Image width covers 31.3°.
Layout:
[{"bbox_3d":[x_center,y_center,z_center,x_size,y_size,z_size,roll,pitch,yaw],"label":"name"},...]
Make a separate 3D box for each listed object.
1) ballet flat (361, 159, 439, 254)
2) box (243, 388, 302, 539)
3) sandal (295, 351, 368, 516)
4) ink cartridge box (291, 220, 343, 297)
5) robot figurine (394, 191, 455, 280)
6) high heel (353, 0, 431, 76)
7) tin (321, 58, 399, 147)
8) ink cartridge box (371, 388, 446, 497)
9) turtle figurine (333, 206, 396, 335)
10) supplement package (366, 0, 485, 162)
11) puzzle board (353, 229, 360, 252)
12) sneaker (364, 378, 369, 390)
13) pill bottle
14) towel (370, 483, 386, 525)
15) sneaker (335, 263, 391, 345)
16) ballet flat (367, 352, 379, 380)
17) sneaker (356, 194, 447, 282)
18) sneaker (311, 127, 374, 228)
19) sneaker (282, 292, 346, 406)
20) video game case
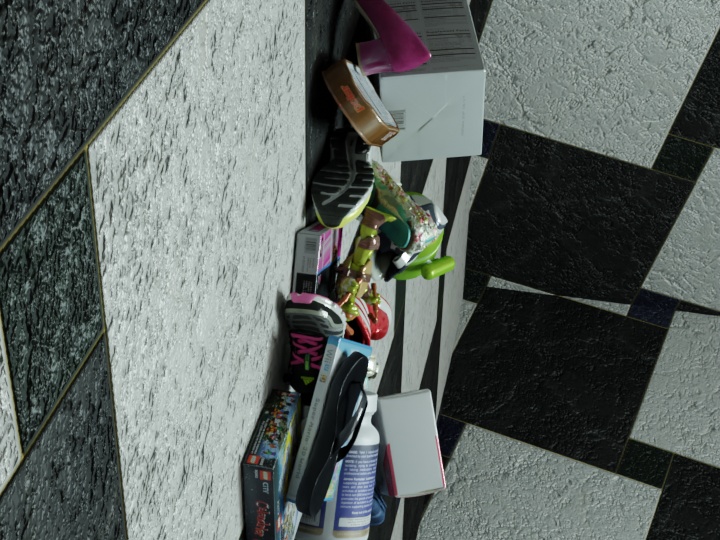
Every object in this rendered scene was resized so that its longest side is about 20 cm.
[{"bbox_3d":[0.040,-0.093,1.780,0.201,0.063,0.076,54,-45,35],"label":"ballet flat"},{"bbox_3d":[-0.103,0.265,1.546,0.137,0.037,0.202,-70,164,-55],"label":"box"},{"bbox_3d":[-0.023,0.197,1.538,0.076,0.042,0.203,52,54,-68],"label":"sandal"},{"bbox_3d":[-0.052,-0.014,1.685,0.200,0.037,0.096,-50,146,-78],"label":"ink cartridge box"},{"bbox_3d":[0.076,-0.056,2.142,0.177,0.115,0.200,57,-15,13],"label":"robot figurine"},{"bbox_3d":[0.035,-0.353,1.677,0.067,0.095,0.203,48,34,-68],"label":"high heel"},{"bbox_3d":[0.002,-0.217,1.667,0.112,0.042,0.200,53,10,2],"label":"tin"},{"bbox_3d":[0.058,0.260,1.933,0.200,0.082,0.149,143,-62,-77],"label":"ink cartridge box"},{"bbox_3d":[0.000,0.000,1.698,0.200,0.064,0.163,17,91,-75],"label":"turtle figurine"},{"bbox_3d":[0.091,-0.283,1.859,0.202,0.148,0.153,-97,-176,-45],"label":"supplement package"},{"bbox_3d":[-0.003,0.030,2.088,0.151,0.017,0.202,-68,162,-56],"label":"puzzle board"},{"bbox_3d":[-0.031,0.227,1.856,0.200,0.077,0.142,76,22,-65],"label":"sneaker"},{"bbox_3d":[-0.034,0.261,1.738,0.116,0.114,0.203,1,96,-81],"label":"pill bottle"},{"bbox_3d":[-0.023,0.342,1.896,0.200,0.110,0.049,73,12,-70],"label":"towel"},{"bbox_3d":[-0.005,0.083,1.908,0.200,0.077,0.117,59,32,-55],"label":"sneaker"},{"bbox_3d":[-0.007,0.143,1.965,0.200,0.070,0.070,42,60,-79],"label":"ballet flat"},{"bbox_3d":[0.023,-0.048,1.858,0.130,0.198,0.080,-52,131,-17],"label":"sneaker"},{"bbox_3d":[-0.017,-0.105,1.696,0.201,0.077,0.091,-72,168,-53],"label":"sneaker"},{"bbox_3d":[-0.059,0.105,1.595,0.201,0.073,0.088,82,20,-55],"label":"sneaker"},{"bbox_3d":[-0.036,0.185,1.586,0.143,0.018,0.203,25,79,-71],"label":"video game case"}]
